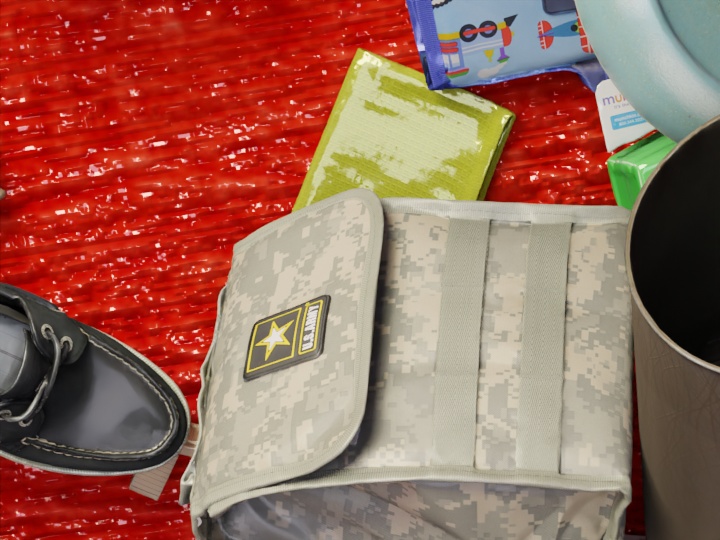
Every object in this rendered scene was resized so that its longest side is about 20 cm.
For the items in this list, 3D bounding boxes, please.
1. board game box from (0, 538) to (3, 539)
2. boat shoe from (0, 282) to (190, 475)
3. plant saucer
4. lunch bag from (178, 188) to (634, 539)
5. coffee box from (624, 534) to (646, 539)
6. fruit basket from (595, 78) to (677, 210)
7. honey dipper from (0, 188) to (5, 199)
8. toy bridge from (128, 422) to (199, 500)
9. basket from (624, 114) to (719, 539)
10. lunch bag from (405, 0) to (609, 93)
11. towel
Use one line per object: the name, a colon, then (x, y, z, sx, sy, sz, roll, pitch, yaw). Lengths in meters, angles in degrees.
board game box: (-0.261, 0.185, 1.382, 0.200, 0.097, 0.160, 19, 97, -2)
boat shoe: (-0.170, 0.042, 1.374, 0.199, 0.066, 0.075, 29, 84, -8)
plant saucer: (0.186, -0.147, 1.336, 0.200, 0.027, 0.200, 1, 87, -25)
lunch bag: (0.023, 0.055, 1.345, 0.200, 0.164, 0.118, 3, 140, 4)
coffee box: (0.136, 0.250, 1.358, 0.200, 0.198, 0.200, 1, 113, 0)
fruit basket: (0.224, -0.024, 1.413, 0.200, 0.094, 0.185, -16, 97, -14)
honey dipper: (-0.221, -0.122, 1.415, 0.038, 0.038, 0.200, -20, 95, 2)
toy bridge: (-0.009, 0.116, 1.433, 0.200, 0.027, 0.067, 24, 124, -3)
basket: (0.182, 0.053, 1.282, 0.136, 0.180, 0.200, 19, 138, 20)
lunch bag: (0.087, -0.180, 1.392, 0.150, 0.094, 0.200, -14, 108, -2)
towel: (0.000, 0.000, 1.438, 0.086, 0.018, 0.200, 22, 96, -3)
